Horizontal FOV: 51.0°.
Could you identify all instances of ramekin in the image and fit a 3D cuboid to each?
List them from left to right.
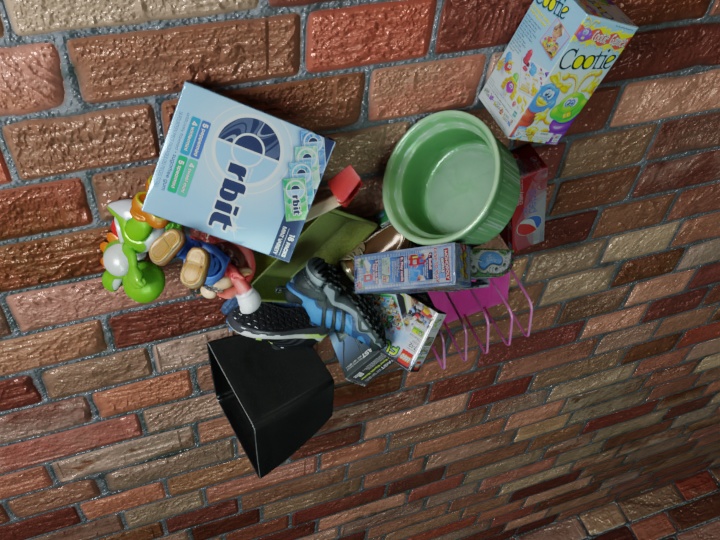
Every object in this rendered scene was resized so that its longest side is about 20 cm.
[{"bbox_3d":[0.140,-0.127,1.125,0.200,0.201,0.097,-43,147,23],"label":"ramekin"}]

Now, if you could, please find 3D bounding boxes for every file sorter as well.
[{"bbox_3d":[0.226,0.091,1.492,0.199,0.126,0.139,-19,143,-7],"label":"file sorter"}]

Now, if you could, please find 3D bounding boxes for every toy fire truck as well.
[{"bbox_3d":[-0.111,-0.107,1.039,0.200,0.141,0.049,-39,176,2],"label":"toy fire truck"}]

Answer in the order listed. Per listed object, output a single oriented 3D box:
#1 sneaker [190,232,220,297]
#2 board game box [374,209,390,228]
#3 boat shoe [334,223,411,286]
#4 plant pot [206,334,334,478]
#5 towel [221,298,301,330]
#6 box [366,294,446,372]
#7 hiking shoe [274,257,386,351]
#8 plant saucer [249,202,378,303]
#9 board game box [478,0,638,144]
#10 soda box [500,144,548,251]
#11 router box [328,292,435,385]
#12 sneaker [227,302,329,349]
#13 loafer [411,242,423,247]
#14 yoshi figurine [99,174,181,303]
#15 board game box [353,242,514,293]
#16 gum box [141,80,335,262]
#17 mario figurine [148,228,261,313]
[{"bbox_3d":[-0.198,-0.043,1.142,0.082,0.078,0.200,-7,146,-42],"label":"sneaker"},{"bbox_3d":[0.127,-0.076,1.313,0.134,0.029,0.200,-33,143,11],"label":"board game box"},{"bbox_3d":[0.000,0.000,1.233,0.200,0.076,0.074,-46,159,20],"label":"boat shoe"},{"bbox_3d":[-0.156,0.225,1.395,0.177,0.200,0.201,-22,145,-22],"label":"plant pot"},{"bbox_3d":[-0.133,0.066,1.321,0.199,0.049,0.112,12,129,-39],"label":"towel"},{"bbox_3d":[0.038,0.075,1.280,0.035,0.199,0.111,12,106,-58],"label":"box"},{"bbox_3d":[-0.038,0.064,1.199,0.086,0.075,0.200,-34,116,21],"label":"hiking shoe"},{"bbox_3d":[-0.088,-0.033,1.178,0.200,0.048,0.200,-43,162,15],"label":"plant saucer"},{"bbox_3d":[0.274,-0.293,1.070,0.102,0.105,0.200,0,137,-31],"label":"board game box"},{"bbox_3d":[0.281,-0.121,1.318,0.070,0.064,0.200,-22,144,-4],"label":"soda box"},{"bbox_3d":[0.034,0.088,1.357,0.200,0.150,0.062,-42,140,21],"label":"router box"},{"bbox_3d":[-0.138,0.108,1.268,0.199,0.072,0.083,8,130,-37],"label":"sneaker"},{"bbox_3d":[0.102,-0.048,1.255,0.200,0.063,0.072,-37,143,17],"label":"loafer"},{"bbox_3d":[-0.299,-0.028,1.065,0.112,0.112,0.200,-1,141,-40],"label":"yoshi figurine"},{"bbox_3d":[0.123,0.000,1.130,0.199,0.062,0.200,1,175,-29],"label":"board game box"},{"bbox_3d":[-0.155,-0.124,0.964,0.199,0.045,0.171,20,101,-15],"label":"gum box"},{"bbox_3d":[-0.205,0.008,1.001,0.105,0.124,0.200,-21,170,11],"label":"mario figurine"}]
